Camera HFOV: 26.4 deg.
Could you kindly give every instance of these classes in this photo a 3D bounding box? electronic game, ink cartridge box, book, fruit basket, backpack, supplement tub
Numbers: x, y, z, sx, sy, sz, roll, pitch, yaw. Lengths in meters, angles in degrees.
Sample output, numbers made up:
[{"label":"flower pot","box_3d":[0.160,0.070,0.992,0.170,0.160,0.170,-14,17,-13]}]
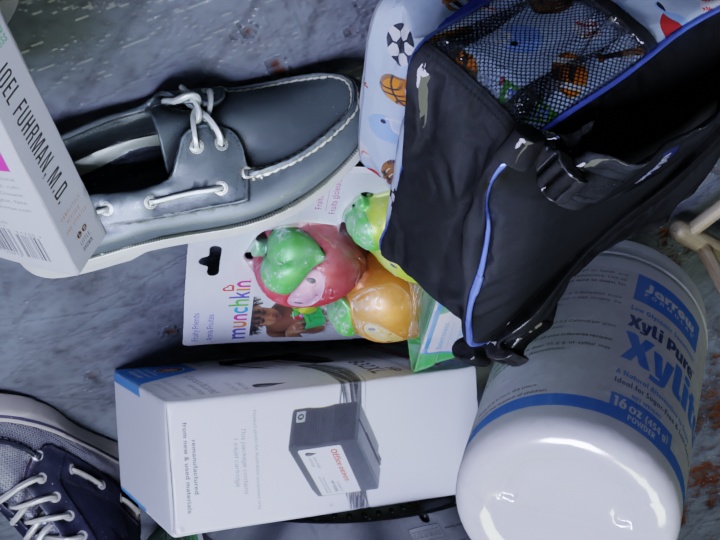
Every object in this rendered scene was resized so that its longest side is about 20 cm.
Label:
[{"label":"electronic game","box_3d":[-0.002,0.161,0.986,0.199,0.042,0.200,-4,-176,0]},{"label":"ink cartridge box","box_3d":[-0.042,0.101,0.972,0.199,0.084,0.145,-5,-175,-21]},{"label":"book","box_3d":[-0.189,-0.081,0.592,0.133,0.048,0.200,14,147,21]},{"label":"fruit basket","box_3d":[0.000,0.000,0.883,0.199,0.094,0.185,-6,148,-13]},{"label":"backpack","box_3d":[0.097,-0.078,0.726,0.190,0.154,0.200,-29,158,-20]},{"label":"supplement tub","box_3d":[0.139,0.085,0.933,0.132,0.200,0.132,9,127,12]}]

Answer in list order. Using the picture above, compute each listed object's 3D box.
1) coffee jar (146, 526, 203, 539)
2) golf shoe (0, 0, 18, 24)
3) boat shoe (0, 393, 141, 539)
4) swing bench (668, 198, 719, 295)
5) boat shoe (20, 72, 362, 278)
[{"label":"coffee jar","box_3d":[-0.084,0.201,1.159,0.085,0.105,0.200,6,143,-36]},{"label":"golf shoe","box_3d":[-0.147,-0.133,0.583,0.078,0.095,0.200,-7,150,-24]},{"label":"boat shoe","box_3d":[-0.211,0.149,1.017,0.075,0.093,0.200,-30,148,21]},{"label":"swing bench","box_3d":[0.350,-0.022,0.998,0.200,0.130,0.199,7,142,-45]},{"label":"boat shoe","box_3d":[-0.087,-0.056,0.761,0.199,0.073,0.062,-20,146,-1]}]
